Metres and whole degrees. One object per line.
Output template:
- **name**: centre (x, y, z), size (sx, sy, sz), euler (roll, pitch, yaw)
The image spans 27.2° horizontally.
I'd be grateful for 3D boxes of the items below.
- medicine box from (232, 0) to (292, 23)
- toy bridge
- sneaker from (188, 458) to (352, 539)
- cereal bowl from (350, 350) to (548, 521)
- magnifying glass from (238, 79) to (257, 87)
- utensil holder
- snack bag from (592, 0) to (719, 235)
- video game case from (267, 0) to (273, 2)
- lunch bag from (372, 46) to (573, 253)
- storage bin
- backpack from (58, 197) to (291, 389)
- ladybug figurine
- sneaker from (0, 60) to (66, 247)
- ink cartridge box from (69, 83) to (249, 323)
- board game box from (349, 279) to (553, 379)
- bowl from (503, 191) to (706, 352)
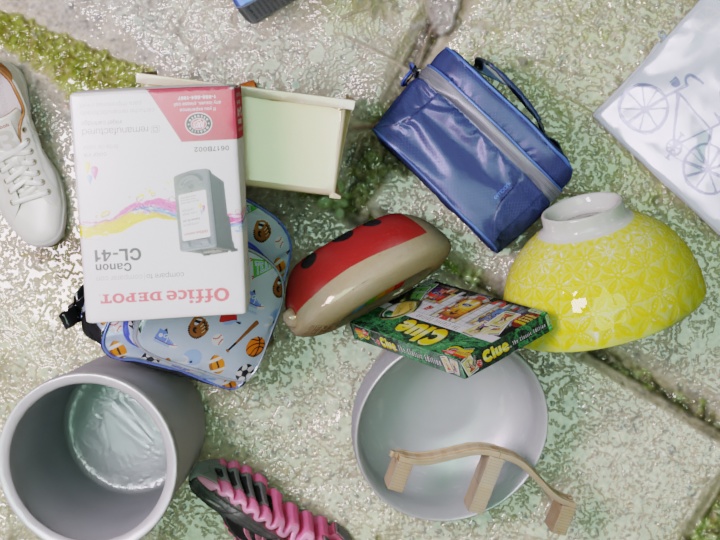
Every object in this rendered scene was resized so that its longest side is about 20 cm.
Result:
- **medicine box**: centre (-0.075, -0.381, 1.499), size (0.199, 0.103, 0.183), euler (-29, 89, 4)
- **toy bridge**: centre (0.121, 0.204, 1.463), size (0.199, 0.027, 0.068), euler (17, 104, -14)
- **sneaker**: centre (-0.102, 0.271, 1.514), size (0.200, 0.079, 0.095), euler (36, 109, -15)
- **cereal bowl**: centre (0.085, 0.144, 1.495), size (0.199, 0.083, 0.201), euler (-2, 109, -7)
- **magnifying glass**: centre (-0.201, -0.156, 1.549), size (0.199, 0.022, 0.080), euler (-18, 93, 1)
- **utensil holder**: centre (-0.245, 0.170, 1.464), size (0.169, 0.200, 0.171), euler (0, 94, 3)
- **snack bag**: centre (0.361, -0.167, 1.481), size (0.189, 0.021, 0.200), euler (45, 108, 15)
- **video game case**: centre (-0.059, -0.390, 1.424), size (0.181, 0.045, 0.201), euler (-29, 89, 4)
- **lunch bag**: centre (0.113, -0.129, 1.476), size (0.200, 0.136, 0.132), euler (45, 92, 3)
- **storage bin**: centre (-0.112, -0.135, 1.443), size (0.199, 0.199, 0.094), euler (6, 98, -3)
- **backpack**: centre (-0.160, 0.008, 1.448), size (0.199, 0.154, 0.192), euler (20, 88, -35)
- **ladybug figurine**: centre (0.000, 0.000, 1.473), size (0.199, 0.136, 0.072), euler (-27, 81, -34)
- **sneaker**: centre (-0.360, -0.118, 1.529), size (0.072, 0.085, 0.201), euler (-19, 91, 2)
- **ink cartridge box**: centre (-0.173, -0.061, 1.310), size (0.147, 0.086, 0.201), euler (-3, 97, -2)
- **board game box**: centre (0.082, 0.053, 1.414), size (0.104, 0.200, 0.024), euler (-30, 112, -24)
- **bowl**: centre (0.224, -0.011, 1.428), size (0.199, 0.200, 0.108), euler (-14, 108, 3)
